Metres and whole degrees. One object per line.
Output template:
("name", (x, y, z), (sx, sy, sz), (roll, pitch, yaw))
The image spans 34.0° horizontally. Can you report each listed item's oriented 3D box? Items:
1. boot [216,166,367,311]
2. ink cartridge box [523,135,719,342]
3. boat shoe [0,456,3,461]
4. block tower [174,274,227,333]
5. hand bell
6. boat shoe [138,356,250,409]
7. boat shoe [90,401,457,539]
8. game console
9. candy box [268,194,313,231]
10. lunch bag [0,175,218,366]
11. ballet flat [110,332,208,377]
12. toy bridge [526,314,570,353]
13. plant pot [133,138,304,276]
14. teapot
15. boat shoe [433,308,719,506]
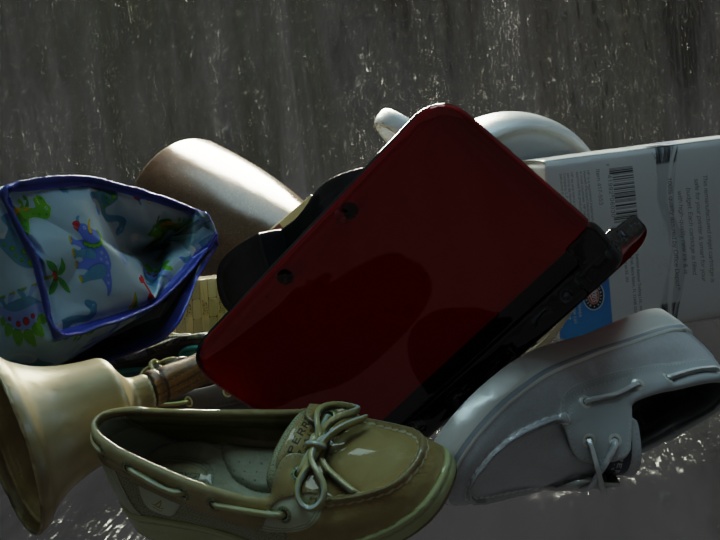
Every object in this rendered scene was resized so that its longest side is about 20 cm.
("boot", (0.036, -0.015, 0.757), (0.187, 0.069, 0.199), (-31, -16, 36))
("ink cartridge box", (0.239, -0.030, 0.985), (0.197, 0.149, 0.086), (-8, 6, -12))
("boat shoe", (-0.246, 0.102, 0.728), (0.074, 0.062, 0.200), (-33, 1, 24))
("block tower", (-0.146, 0.032, 1.117), (0.053, 0.059, 0.199), (-1, 4, 40))
("hand bell", (-0.115, 0.067, 0.693), (0.198, 0.106, 0.104), (-19, 13, -30))
("boat shoe", (-0.114, 0.086, 0.787), (0.197, 0.061, 0.072), (-2, 10, 30))
("boat shoe", (-0.049, 0.095, 0.580), (0.198, 0.064, 0.074), (-3, 38, 35))
("game console", (0.039, 0.012, 0.649), (0.200, 0.119, 0.172), (-44, -8, 23))
("candy box", (0.000, 0.000, 0.980), (0.055, 0.116, 0.200), (-39, -7, 11))
("lunch bag", (-0.216, 0.011, 0.833), (0.168, 0.129, 0.199), (-21, 0, 28))
("ballet flat", (-0.123, 0.067, 0.862), (0.197, 0.073, 0.072), (-4, 8, 24))
("toy bridge", (0.103, 0.040, 0.886), (0.198, 0.068, 0.027), (-28, 12, -7))
("plant pot", (-0.128, -0.032, 1.297), (0.198, 0.190, 0.186), (19, 23, 38))
("teapot", (0.119, -0.055, 1.079), (0.194, 0.203, 0.146), (-9, 12, -18))
("boat shoe", (0.121, 0.083, 0.622), (0.198, 0.073, 0.068), (-15, 42, -38))
